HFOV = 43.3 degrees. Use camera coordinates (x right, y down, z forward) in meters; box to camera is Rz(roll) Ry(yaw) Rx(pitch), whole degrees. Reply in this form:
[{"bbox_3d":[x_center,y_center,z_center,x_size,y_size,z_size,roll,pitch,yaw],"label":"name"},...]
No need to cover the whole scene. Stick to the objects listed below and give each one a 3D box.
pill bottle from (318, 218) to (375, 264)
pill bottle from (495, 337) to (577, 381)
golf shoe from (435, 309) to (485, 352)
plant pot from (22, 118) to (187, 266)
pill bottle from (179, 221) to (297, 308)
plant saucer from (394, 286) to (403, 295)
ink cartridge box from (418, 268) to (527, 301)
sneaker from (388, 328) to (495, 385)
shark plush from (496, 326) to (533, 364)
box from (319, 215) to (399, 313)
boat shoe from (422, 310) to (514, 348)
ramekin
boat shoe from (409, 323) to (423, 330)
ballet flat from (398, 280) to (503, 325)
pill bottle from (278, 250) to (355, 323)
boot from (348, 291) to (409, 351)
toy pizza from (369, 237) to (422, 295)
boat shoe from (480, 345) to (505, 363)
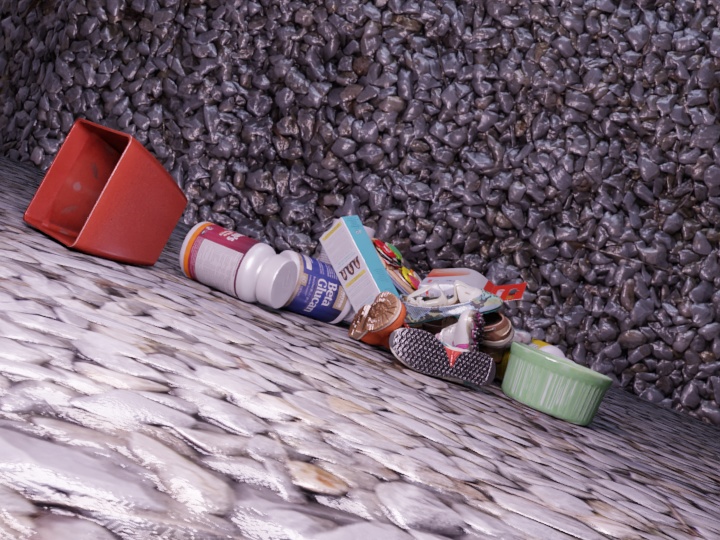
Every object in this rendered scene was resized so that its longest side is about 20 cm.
[{"bbox_3d":[-0.039,-0.001,1.943,0.112,0.202,0.113,15,-2,1],"label":"pill bottle"},{"bbox_3d":[0.359,0.200,1.905,0.112,0.114,0.199,19,2,-36],"label":"pill bottle"},{"bbox_3d":[0.178,0.134,1.669,0.091,0.073,0.201,17,-34,13],"label":"golf shoe"},{"bbox_3d":[-0.420,-0.115,1.551,0.199,0.201,0.176,22,-9,43],"label":"plant pot"},{"bbox_3d":[-0.219,-0.008,1.640,0.198,0.111,0.109,21,1,22],"label":"pill bottle"},{"bbox_3d":[0.091,0.059,1.912,0.199,0.036,0.200,39,7,-5],"label":"plant saucer"},{"bbox_3d":[0.226,0.027,1.813,0.198,0.051,0.162,-6,9,16],"label":"ink cartridge box"},{"bbox_3d":[0.132,0.157,1.581,0.198,0.071,0.093,18,-16,-14],"label":"sneaker"},{"bbox_3d":[0.275,0.138,1.932,0.083,0.092,0.199,-22,9,-26],"label":"shark plush"},{"bbox_3d":[0.000,0.000,1.745,0.049,0.082,0.201,-11,68,-46],"label":"box"},{"bbox_3d":[0.195,0.091,1.731,0.198,0.076,0.072,5,-35,25],"label":"boat shoe"},{"bbox_3d":[0.362,0.214,1.703,0.198,0.099,0.200,20,2,-1],"label":"ramekin"},{"bbox_3d":[0.062,0.117,1.794,0.070,0.071,0.200,-5,10,-20],"label":"boat shoe"},{"bbox_3d":[0.162,0.054,1.670,0.198,0.075,0.074,-11,0,2],"label":"ballet flat"},{"bbox_3d":[-0.078,0.040,1.792,0.199,0.112,0.111,19,2,-31],"label":"pill bottle"},{"bbox_3d":[0.057,0.099,1.624,0.106,0.076,0.200,28,-18,-9],"label":"boot"},{"bbox_3d":[0.080,-0.004,1.863,0.200,0.032,0.200,45,10,-10],"label":"toy pizza"},{"bbox_3d":[0.230,0.113,1.825,0.071,0.069,0.200,-16,33,-7],"label":"boat shoe"}]
